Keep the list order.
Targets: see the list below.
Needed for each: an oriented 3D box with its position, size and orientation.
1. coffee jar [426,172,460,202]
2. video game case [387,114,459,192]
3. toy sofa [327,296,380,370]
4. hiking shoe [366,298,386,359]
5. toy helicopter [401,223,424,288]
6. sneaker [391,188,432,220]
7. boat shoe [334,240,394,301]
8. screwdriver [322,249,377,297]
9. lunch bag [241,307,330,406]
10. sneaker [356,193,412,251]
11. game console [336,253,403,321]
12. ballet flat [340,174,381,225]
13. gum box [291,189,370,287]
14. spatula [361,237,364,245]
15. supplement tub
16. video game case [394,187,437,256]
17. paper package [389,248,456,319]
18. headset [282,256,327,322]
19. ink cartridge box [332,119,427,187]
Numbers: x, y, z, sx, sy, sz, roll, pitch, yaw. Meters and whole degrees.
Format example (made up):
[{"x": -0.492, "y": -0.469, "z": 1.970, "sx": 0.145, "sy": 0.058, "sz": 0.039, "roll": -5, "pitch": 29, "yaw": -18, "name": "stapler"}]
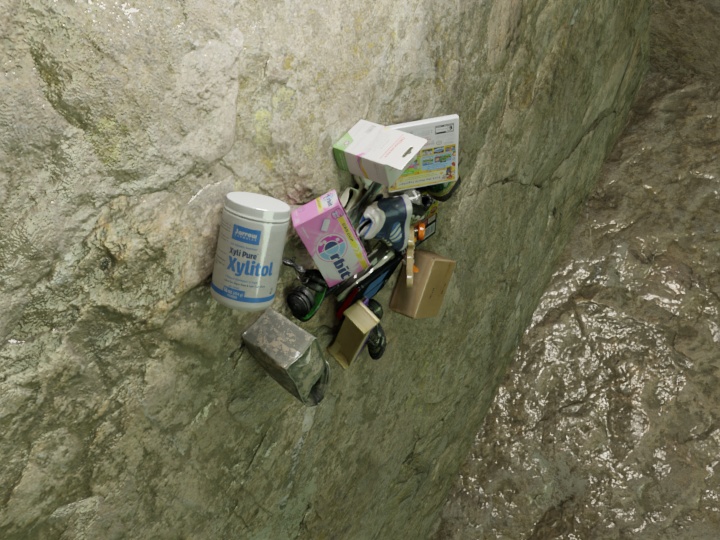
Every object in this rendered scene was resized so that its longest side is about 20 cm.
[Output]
[{"x": 0.215, "y": -0.293, "z": 1.553, "sx": 0.105, "sy": 0.084, "sz": 0.201, "roll": -52, "pitch": 137, "yaw": -15, "name": "coffee jar"}, {"x": 0.161, "y": -0.305, "z": 1.437, "sx": 0.194, "sy": 0.023, "sz": 0.185, "roll": -11, "pitch": 129, "yaw": -5, "name": "video game case"}, {"x": -0.012, "y": 0.170, "z": 1.479, "sx": 0.097, "sy": 0.083, "sz": 0.202, "roll": -32, "pitch": 158, "yaw": -38, "name": "toy sofa"}, {"x": 0.019, "y": 0.187, "z": 1.622, "sx": 0.099, "sy": 0.075, "sz": 0.205, "roll": -27, "pitch": 123, "yaw": -34, "name": "hiking shoe"}, {"x": 0.135, "y": -0.031, "z": 1.541, "sx": 0.134, "sy": 0.077, "sz": 0.204, "roll": 95, "pitch": 0, "yaw": -54, "name": "toy helicopter"}, {"x": 0.121, "y": -0.183, "z": 1.480, "sx": 0.196, "sy": 0.068, "sz": 0.091, "roll": -4, "pitch": 150, "yaw": -39, "name": "sneaker"}, {"x": 0.000, "y": 0.000, "z": 1.445, "sx": 0.200, "sy": 0.061, "sz": 0.072, "roll": -40, "pitch": 172, "yaw": -18, "name": "boat shoe"}, {"x": -0.031, "y": 0.003, "z": 1.370, "sx": 0.200, "sy": 0.029, "sz": 0.028, "roll": -45, "pitch": 168, "yaw": 25, "name": "screwdriver"}, {"x": -0.162, "y": 0.211, "z": 1.271, "sx": 0.118, "sy": 0.162, "sz": 0.203, "roll": -44, "pitch": 142, "yaw": -26, "name": "lunch bag"}, {"x": 0.050, "y": -0.105, "z": 1.389, "sx": 0.143, "sy": 0.082, "sz": 0.202, "roll": -19, "pitch": 150, "yaw": -15, "name": "sneaker"}, {"x": 0.024, "y": 0.049, "z": 1.488, "sx": 0.199, "sy": 0.031, "sz": 0.177, "roll": -37, "pitch": 171, "yaw": -37, "name": "game console"}, {"x": 0.001, "y": -0.196, "z": 1.346, "sx": 0.068, "sy": 0.067, "sz": 0.203, "roll": 43, "pitch": 74, "yaw": -44, "name": "ballet flat"}, {"x": -0.063, "y": -0.066, "z": 1.246, "sx": 0.111, "sy": 0.067, "sz": 0.202, "roll": -25, "pitch": 127, "yaw": 4, "name": "gum box"}, {"x": 0.001, "y": -0.053, "z": 1.475, "sx": 0.056, "sy": 0.020, "sz": 0.205, "roll": 6, "pitch": 105, "yaw": -58, "name": "spatula"}, {"x": -0.216, "y": -0.037, "z": 1.066, "sx": 0.131, "sy": 0.130, "sz": 0.205, "roll": -10, "pitch": 119, "yaw": -52, "name": "supplement tub"}, {"x": 0.171, "y": -0.158, "z": 1.655, "sx": 0.199, "sy": 0.025, "sz": 0.185, "roll": -35, "pitch": 136, "yaw": -39, "name": "video game case"}, {"x": 0.203, "y": 0.044, "z": 1.760, "sx": 0.189, "sy": 0.102, "sz": 0.205, "roll": 3, "pitch": 107, "yaw": -58, "name": "paper package"}, {"x": -0.136, "y": 0.041, "z": 1.311, "sx": 0.125, "sy": 0.092, "sz": 0.201, "roll": -56, "pitch": 162, "yaw": -22, "name": "headset"}, {"x": 0.048, "y": -0.263, "z": 1.242, "sx": 0.117, "sy": 0.197, "sz": 0.068, "roll": -47, "pitch": 144, "yaw": -25, "name": "ink cartridge box"}]
